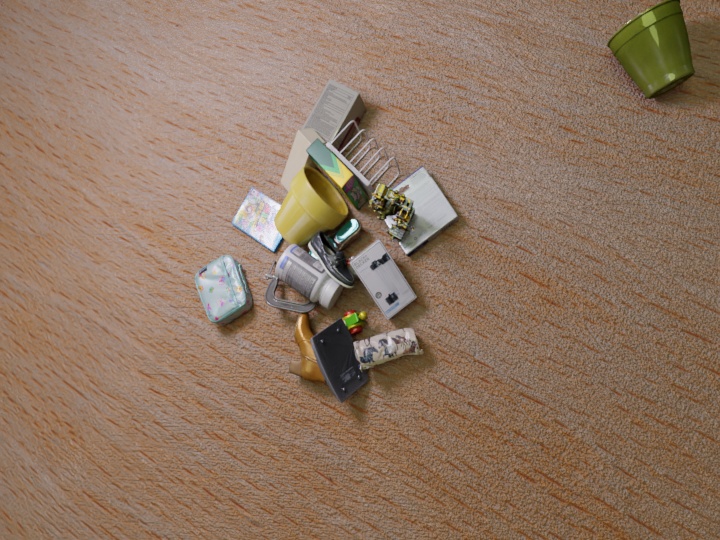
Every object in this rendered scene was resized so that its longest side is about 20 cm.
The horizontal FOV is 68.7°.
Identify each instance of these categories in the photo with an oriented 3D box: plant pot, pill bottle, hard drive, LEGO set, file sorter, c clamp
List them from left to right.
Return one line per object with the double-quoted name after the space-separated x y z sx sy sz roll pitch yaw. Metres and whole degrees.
-0.216 0.051 1.648 0.193 0.028 0.174 16 50 9 "c clamp"
-0.166 -0.183 1.637 0.188 0.199 0.204 -41 70 20 "plant pot"
-0.151 0.021 1.587 0.197 0.114 0.116 34 88 10 "pill bottle"
-0.064 0.259 1.519 0.042 0.133 0.206 -16 101 52 "hard drive"
0.012 -0.343 1.642 0.125 0.139 0.200 -44 71 -1 "file sorter"
0.083 -0.155 1.521 0.150 0.200 0.119 27 87 -1 "LEGO set"
0.818 -0.596 1.458 0.194 0.200 0.199 -23 85 9 "plant pot"

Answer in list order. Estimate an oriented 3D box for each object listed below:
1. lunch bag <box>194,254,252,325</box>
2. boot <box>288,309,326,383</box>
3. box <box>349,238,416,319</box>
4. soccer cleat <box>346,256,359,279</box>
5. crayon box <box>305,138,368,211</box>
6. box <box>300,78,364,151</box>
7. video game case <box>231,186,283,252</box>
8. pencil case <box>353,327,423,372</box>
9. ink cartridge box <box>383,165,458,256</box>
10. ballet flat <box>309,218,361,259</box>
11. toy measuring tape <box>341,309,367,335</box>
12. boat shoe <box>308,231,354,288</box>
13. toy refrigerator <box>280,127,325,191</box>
-0.442 0.058 1.711 0.157 0.077 0.205 -29 72 8 "lunch bag"
-0.132 0.226 1.582 0.139 0.071 0.209 5 77 23 "boot"
0.065 0.025 1.546 0.115 0.060 0.204 -33 95 4 "box"
0.000 0.000 1.608 0.193 0.069 0.089 -15 75 8 "soccer cleat"
-0.068 -0.290 1.618 0.058 0.200 0.173 -42 71 2 "crayon box"
-0.087 -0.489 1.715 0.125 0.109 0.204 29 86 19 "box"
-0.323 -0.171 1.759 0.196 0.018 0.146 31 87 19 "video game case"
0.079 0.225 1.509 0.192 0.079 0.092 -14 62 -2 "pencil case"
0.169 -0.181 1.612 0.196 0.041 0.204 -34 71 7 "ink cartridge box"
-0.072 -0.085 1.646 0.196 0.065 0.072 -33 70 9 "ballet flat"
-0.049 0.175 1.596 0.197 0.072 0.076 -34 69 30 "toy measuring tape"
-0.076 -0.037 1.559 0.201 0.073 0.067 51 119 26 "boat shoe"
-0.183 -0.342 1.676 0.076 0.069 0.203 45 132 21 "toy refrigerator"
